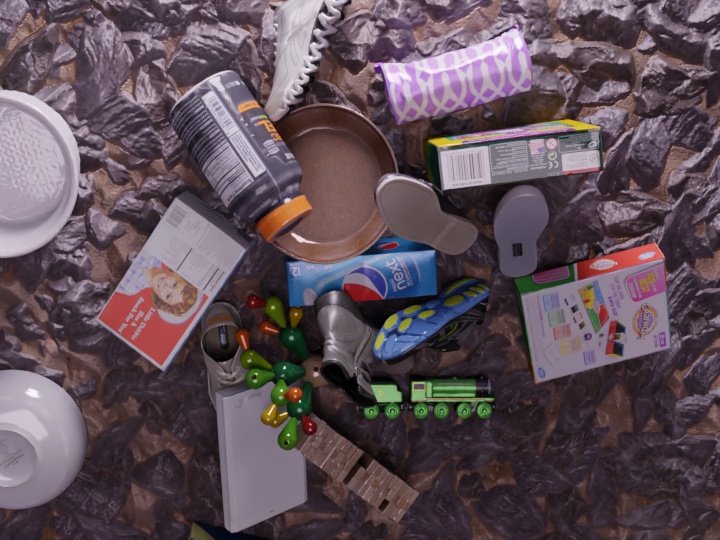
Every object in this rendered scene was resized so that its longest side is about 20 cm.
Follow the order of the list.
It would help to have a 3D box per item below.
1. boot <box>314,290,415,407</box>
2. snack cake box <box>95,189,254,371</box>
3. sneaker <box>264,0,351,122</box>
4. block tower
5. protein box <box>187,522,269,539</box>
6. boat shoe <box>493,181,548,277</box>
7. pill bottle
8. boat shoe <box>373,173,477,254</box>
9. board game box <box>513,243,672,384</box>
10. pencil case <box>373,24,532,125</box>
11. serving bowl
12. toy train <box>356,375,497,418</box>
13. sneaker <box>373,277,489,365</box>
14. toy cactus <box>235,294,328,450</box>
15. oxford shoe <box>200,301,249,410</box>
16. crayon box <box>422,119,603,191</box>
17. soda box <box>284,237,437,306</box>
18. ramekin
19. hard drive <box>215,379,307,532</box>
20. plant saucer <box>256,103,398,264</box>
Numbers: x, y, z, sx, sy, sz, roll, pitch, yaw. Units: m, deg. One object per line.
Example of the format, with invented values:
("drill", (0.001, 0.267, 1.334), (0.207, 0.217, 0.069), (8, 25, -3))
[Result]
("boot", (0.005, 0.126, 1.536), (0.067, 0.132, 0.199), (-27, 137, 26))
("snack cake box", (-0.240, 0.013, 1.534), (0.114, 0.067, 0.201), (36, 102, -4))
("sneaker", (-0.079, -0.283, 1.462), (0.080, 0.075, 0.202), (25, 95, -3))
("block tower", (-0.012, 0.270, 1.631), (0.199, 0.054, 0.058), (41, 84, -22))
("protein box", (-0.173, 0.498, 1.668), (0.195, 0.135, 0.203), (15, 106, -10))
("boat shoe", (0.199, -0.061, 1.499), (0.067, 0.057, 0.201), (-3, 152, 2))
("pill bottle", (-0.141, -0.135, 1.451), (0.106, 0.106, 0.201), (-35, 86, 8))
("boat shoe", (0.073, -0.080, 1.493), (0.073, 0.063, 0.199), (-46, 140, 15))
("board game box", (0.316, 0.060, 1.594), (0.197, 0.041, 0.155), (-14, 122, 0))
("pencil case", (0.121, -0.247, 1.481), (0.197, 0.084, 0.087), (-15, 73, -1))
("serving bowl", (-0.474, 0.240, 1.601), (0.196, 0.066, 0.204), (-1, 107, -3))
("toy train", (0.093, 0.175, 1.635), (0.196, 0.042, 0.058), (0, 97, -4))
("sneaker", (0.101, 0.080, 1.549), (0.198, 0.070, 0.084), (-27, 124, -37))
("toy cactus", (-0.081, 0.128, 1.557), (0.102, 0.163, 0.203), (-29, 70, 41))
("oxford shoe", (-0.175, 0.143, 1.596), (0.074, 0.058, 0.203), (-11, 110, -2))
("crayon box", (0.184, -0.145, 1.466), (0.196, 0.173, 0.059), (-7, 99, -1))
("soda box", (0.000, 0.000, 1.556), (0.196, 0.068, 0.065), (-5, 109, -2))
("ramekin", (-0.444, -0.127, 1.468), (0.197, 0.098, 0.204), (-1, 108, -4))
("hard drive", (-0.133, 0.243, 1.610), (0.130, 0.026, 0.204), (-17, 115, -36))
("plant saucer", (-0.047, -0.110, 1.512), (0.196, 0.037, 0.204), (0, 91, 6))
